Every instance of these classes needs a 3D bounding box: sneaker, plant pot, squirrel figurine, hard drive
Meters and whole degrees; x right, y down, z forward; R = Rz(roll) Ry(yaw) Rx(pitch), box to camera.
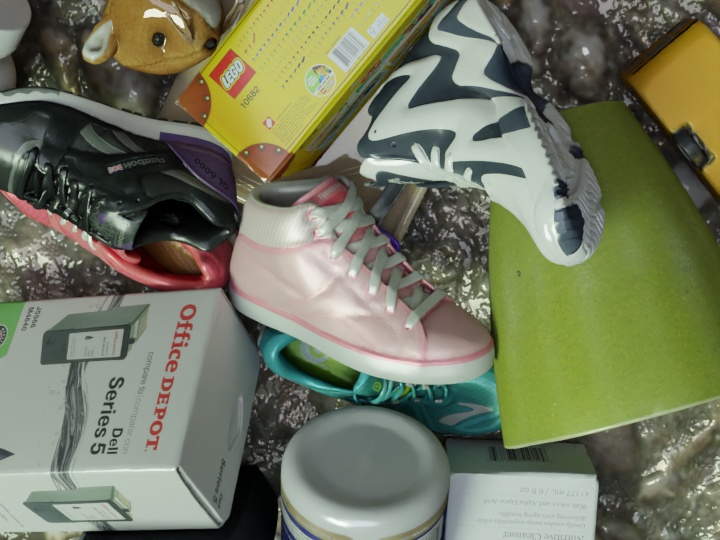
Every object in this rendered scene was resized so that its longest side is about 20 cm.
[{"bbox_3d":[0.063,-0.065,0.795,0.129,0.079,0.201,-35,63,25],"label":"sneaker"},{"bbox_3d":[0.159,-0.003,0.852,0.185,0.187,0.202,-16,84,7],"label":"plant pot"},{"bbox_3d":[-0.155,-0.234,0.853,0.198,0.141,0.189,17,114,17],"label":"squirrel figurine"},{"bbox_3d":[0.000,0.000,0.841,0.199,0.075,0.106,20,120,23],"label":"sneaker"},{"bbox_3d":[0.020,0.079,0.914,0.198,0.080,0.078,14,101,0],"label":"sneaker"},{"bbox_3d":[-0.172,-0.059,0.826,0.198,0.088,0.076,4,136,-22],"label":"sneaker"},{"bbox_3d":[-0.173,-0.041,0.900,0.199,0.087,0.074,26,101,-1],"label":"sneaker"},{"bbox_3d":[-0.129,0.187,0.883,0.133,0.200,0.043,-8,100,4],"label":"hard drive"}]

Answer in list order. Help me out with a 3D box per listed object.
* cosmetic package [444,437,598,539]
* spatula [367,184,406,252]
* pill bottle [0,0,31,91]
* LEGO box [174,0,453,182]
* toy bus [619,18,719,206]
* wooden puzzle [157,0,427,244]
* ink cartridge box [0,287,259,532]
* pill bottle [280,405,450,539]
[{"bbox_3d":[0.110,0.232,0.937,0.111,0.081,0.202,1,100,2],"label":"cosmetic package"},{"bbox_3d":[0.028,-0.067,0.874,0.056,0.021,0.201,30,101,14],"label":"spatula"},{"bbox_3d":[-0.304,-0.113,0.858,0.113,0.113,0.200,38,118,-4],"label":"pill bottle"},{"bbox_3d":[-0.009,-0.158,0.798,0.077,0.149,0.200,41,102,1],"label":"LEGO box"},{"bbox_3d":[0.264,-0.074,0.866,0.065,0.078,0.200,-39,96,9],"label":"toy bus"},{"bbox_3d":[-0.030,-0.124,0.903,0.199,0.037,0.186,27,102,3],"label":"wooden puzzle"},{"bbox_3d":[-0.183,0.097,0.873,0.198,0.147,0.084,-5,141,17],"label":"ink cartridge box"},{"bbox_3d":[0.000,0.205,0.896,0.114,0.116,0.202,5,126,3],"label":"pill bottle"}]
